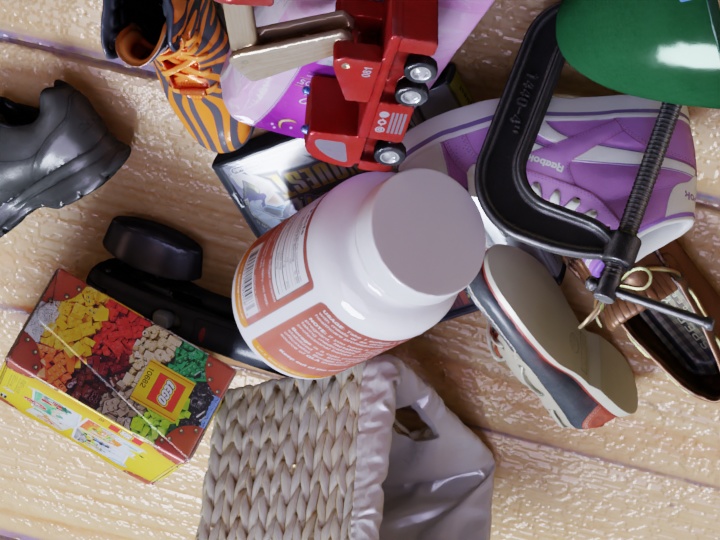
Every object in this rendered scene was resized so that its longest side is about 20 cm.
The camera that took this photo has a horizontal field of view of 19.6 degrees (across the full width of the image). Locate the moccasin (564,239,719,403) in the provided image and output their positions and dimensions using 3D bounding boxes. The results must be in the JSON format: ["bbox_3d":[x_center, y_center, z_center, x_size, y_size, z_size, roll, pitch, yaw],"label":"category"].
[{"bbox_3d":[0.190,0.013,1.441,0.073,0.078,0.202,-26,115,31],"label":"moccasin"}]

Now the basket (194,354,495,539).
[{"bbox_3d":[-0.010,0.193,1.529,0.159,0.202,0.198,-7,150,26],"label":"basket"}]

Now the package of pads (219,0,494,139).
[{"bbox_3d":[-0.001,-0.159,1.317,0.119,0.076,0.200,13,146,-19],"label":"package of pads"}]

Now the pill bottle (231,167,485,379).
[{"bbox_3d":[0.000,0.000,1.393,0.112,0.113,0.200,39,152,-13],"label":"pill bottle"}]

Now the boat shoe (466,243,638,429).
[{"bbox_3d":[0.125,0.052,1.476,0.062,0.072,0.200,-17,140,30],"label":"boat shoe"}]

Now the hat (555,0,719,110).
[{"bbox_3d":[0.126,-0.143,1.274,0.174,0.200,0.167,-15,101,8],"label":"hat"}]

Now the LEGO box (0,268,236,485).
[{"bbox_3d":[-0.186,0.084,1.542,0.148,0.078,0.200,30,164,-6],"label":"LEGO box"}]

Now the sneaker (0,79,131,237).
[{"bbox_3d":[-0.263,-0.075,1.526,0.199,0.076,0.091,-26,105,23],"label":"sneaker"}]

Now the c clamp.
[{"bbox_3d":[0.163,-0.074,1.331,0.169,0.202,0.027,14,165,7],"label":"c clamp"}]

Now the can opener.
[{"bbox_3d":[-0.112,0.034,1.544,0.199,0.063,0.079,27,129,9],"label":"can opener"}]

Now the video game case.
[{"bbox_3d":[0.020,-0.038,1.488,0.199,0.026,0.181,-18,119,27],"label":"video game case"}]

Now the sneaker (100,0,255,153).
[{"bbox_3d":[-0.129,-0.147,1.396,0.077,0.112,0.201,-6,124,20],"label":"sneaker"}]

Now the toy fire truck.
[{"bbox_3d":[-0.026,-0.134,1.239,0.139,0.049,0.200,7,149,-9],"label":"toy fire truck"}]

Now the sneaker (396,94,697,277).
[{"bbox_3d":[0.122,-0.051,1.364,0.198,0.115,0.073,-5,159,7],"label":"sneaker"}]
